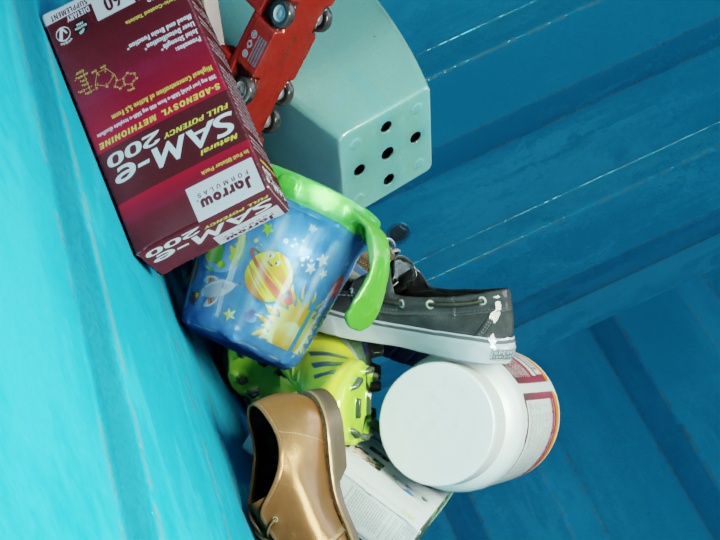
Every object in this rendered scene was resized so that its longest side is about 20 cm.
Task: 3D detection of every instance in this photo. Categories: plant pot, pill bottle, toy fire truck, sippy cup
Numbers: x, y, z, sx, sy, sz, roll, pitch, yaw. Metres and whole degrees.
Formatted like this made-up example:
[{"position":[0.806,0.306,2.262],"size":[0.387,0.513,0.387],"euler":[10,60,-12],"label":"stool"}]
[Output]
[{"position":[-0.037,-0.149,1.422],"size":[0.200,0.141,0.142],"euler":[43,-27,34],"label":"plant pot"},{"position":[0.086,0.116,1.388],"size":[0.111,0.109,0.200],"euler":[66,16,10],"label":"pill bottle"},{"position":[-0.110,-0.165,1.336],"size":[0.048,0.201,0.141],"euler":[-4,41,-48],"label":"toy fire truck"},{"position":[-0.069,-0.001,1.323],"size":[0.139,0.132,0.178],"euler":[24,-7,-19],"label":"sippy cup"}]

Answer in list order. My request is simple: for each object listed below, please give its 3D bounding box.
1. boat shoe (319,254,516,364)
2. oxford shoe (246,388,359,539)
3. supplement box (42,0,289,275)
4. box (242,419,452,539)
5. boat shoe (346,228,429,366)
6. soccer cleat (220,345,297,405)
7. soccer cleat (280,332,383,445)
[{"position":[0.032,0.022,1.347],"size":[0.070,0.199,0.067],"euler":[-6,104,-50],"label":"boat shoe"},{"position":[-0.043,0.182,1.208],"size":[0.071,0.071,0.202],"euler":[-31,-115,48],"label":"oxford shoe"},{"position":[-0.140,-0.113,1.263],"size":[0.202,0.108,0.061],"euler":[65,5,18],"label":"supplement box"},{"position":[-0.002,0.150,1.359],"size":[0.144,0.037,0.200],"euler":[37,11,8],"label":"box"},{"position":[0.000,0.000,1.445],"size":[0.199,0.073,0.072],"euler":[36,-37,-9],"label":"boat shoe"},{"position":[-0.090,0.070,1.484],"size":[0.081,0.067,0.201],"euler":[54,-11,26],"label":"soccer cleat"},{"position":[-0.027,0.086,1.353],"size":[0.200,0.083,0.066],"euler":[-73,166,-76],"label":"soccer cleat"}]
